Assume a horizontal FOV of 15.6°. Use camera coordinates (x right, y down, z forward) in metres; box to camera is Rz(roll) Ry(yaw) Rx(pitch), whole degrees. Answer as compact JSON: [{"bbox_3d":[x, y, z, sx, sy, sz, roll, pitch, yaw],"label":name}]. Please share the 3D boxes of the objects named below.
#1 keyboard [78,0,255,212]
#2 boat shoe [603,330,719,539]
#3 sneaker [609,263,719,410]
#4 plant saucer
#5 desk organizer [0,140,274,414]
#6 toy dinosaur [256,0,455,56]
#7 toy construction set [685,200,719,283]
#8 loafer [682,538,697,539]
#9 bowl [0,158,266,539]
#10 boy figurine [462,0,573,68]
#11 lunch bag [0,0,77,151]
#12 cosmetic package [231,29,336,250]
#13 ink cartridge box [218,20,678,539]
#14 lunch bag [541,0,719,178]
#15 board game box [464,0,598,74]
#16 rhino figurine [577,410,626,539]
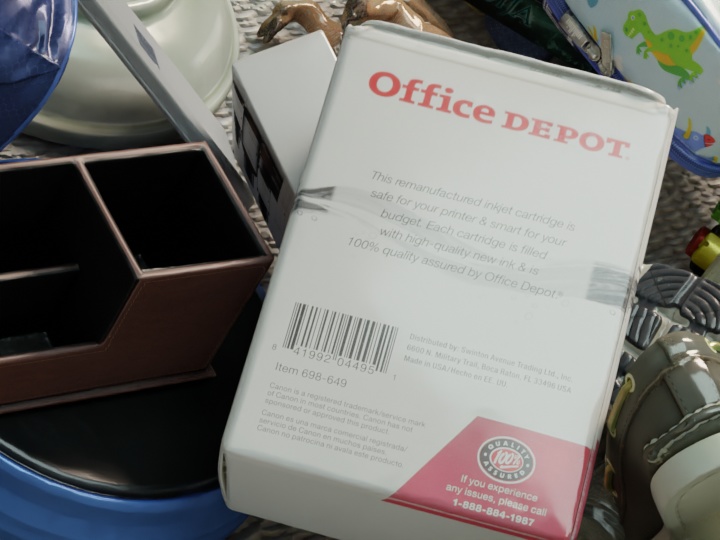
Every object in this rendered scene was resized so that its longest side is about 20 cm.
[{"bbox_3d":[-0.096,-0.094,1.184,0.200,0.011,0.056,54,8,-53],"label":"keyboard"},{"bbox_3d":[0.135,0.080,1.073,0.072,0.202,0.060,-22,71,-4],"label":"boat shoe"},{"bbox_3d":[0.173,0.071,1.169,0.200,0.080,0.078,35,74,15],"label":"sneaker"},{"bbox_3d":[-0.143,-0.148,1.272,0.199,0.050,0.201,18,44,-18],"label":"plant saucer"},{"bbox_3d":[-0.140,0.006,1.045,0.199,0.077,0.072,-9,56,-38],"label":"desk organizer"},{"bbox_3d":[0.031,-0.097,1.317,0.135,0.086,0.200,16,33,-28],"label":"toy dinosaur"},{"bbox_3d":[0.210,-0.009,1.306,0.092,0.131,0.200,44,42,11],"label":"toy construction set"},{"bbox_3d":[0.145,0.147,1.040,0.199,0.068,0.076,3,42,-39],"label":"loafer"},{"bbox_3d":[-0.120,0.033,1.122,0.200,0.039,0.201,18,43,-18],"label":"bowl"},{"bbox_3d":[0.080,-0.178,1.436,0.124,0.064,0.201,-9,61,-38],"label":"boy figurine"},{"bbox_3d":[-0.222,-0.095,1.065,0.132,0.200,0.136,30,33,-31],"label":"lunch bag"},{"bbox_3d":[0.000,0.000,1.176,0.050,0.083,0.201,-22,68,-10],"label":"cosmetic package"},{"bbox_3d":[0.037,0.013,1.080,0.145,0.085,0.201,15,68,3],"label":"ink cartridge box"},{"bbox_3d":[0.193,-0.130,1.320,0.200,0.083,0.161,-20,66,-47],"label":"lunch bag"},{"bbox_3d":[0.136,-0.147,1.379,0.199,0.028,0.136,30,41,-12],"label":"board game box"},{"bbox_3d":[0.109,0.093,1.198,0.087,0.060,0.200,40,43,-8],"label":"rhino figurine"}]
